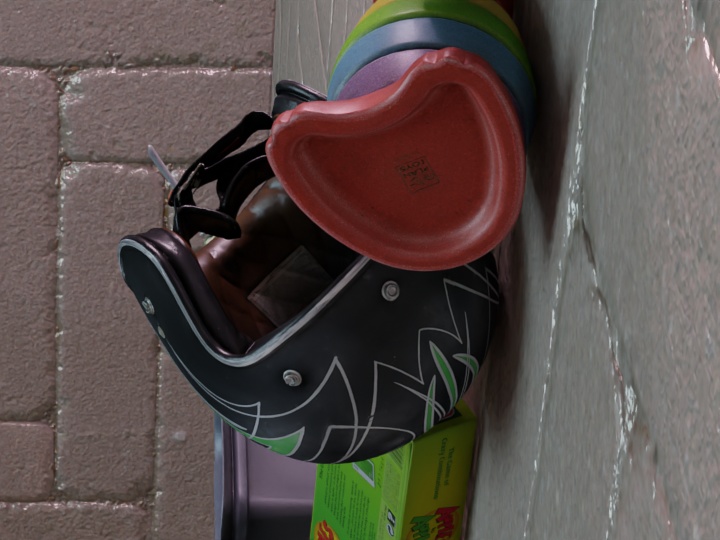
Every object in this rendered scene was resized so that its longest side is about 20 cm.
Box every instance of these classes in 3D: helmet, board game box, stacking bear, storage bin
[{"bbox_3d":[-0.017,0.012,1.317,0.190,0.200,0.201,39,155,21],"label":"helmet"},{"bbox_3d":[0.017,0.137,1.472,0.102,0.047,0.201,51,147,39],"label":"board game box"},{"bbox_3d":[0.036,-0.103,1.217,0.114,0.121,0.201,57,-155,-30],"label":"stacking bear"},{"bbox_3d":[-0.052,0.175,1.948,0.201,0.133,0.146,-94,7,-50],"label":"storage bin"}]

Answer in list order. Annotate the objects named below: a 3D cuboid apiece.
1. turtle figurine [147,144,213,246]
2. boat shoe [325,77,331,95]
[{"bbox_3d":[-0.062,-0.031,2.093,0.144,0.199,0.195,-40,-43,-49],"label":"turtle figurine"},{"bbox_3d":[0.015,-0.058,1.651,0.067,0.073,0.201,-100,2,-48],"label":"boat shoe"}]
